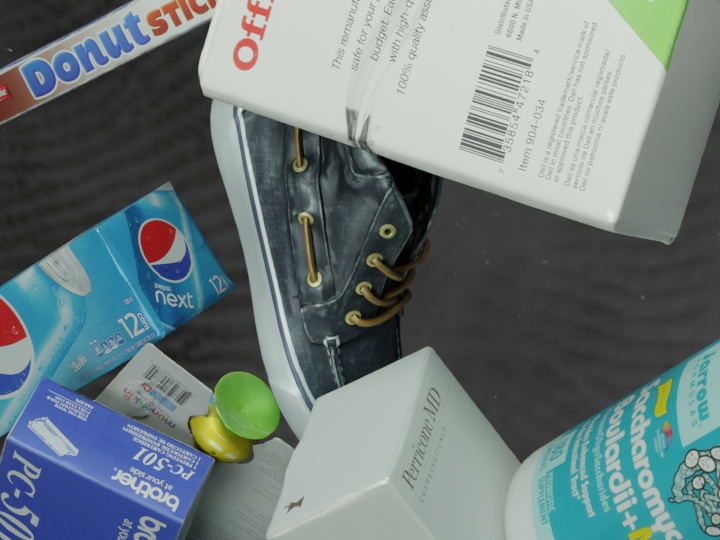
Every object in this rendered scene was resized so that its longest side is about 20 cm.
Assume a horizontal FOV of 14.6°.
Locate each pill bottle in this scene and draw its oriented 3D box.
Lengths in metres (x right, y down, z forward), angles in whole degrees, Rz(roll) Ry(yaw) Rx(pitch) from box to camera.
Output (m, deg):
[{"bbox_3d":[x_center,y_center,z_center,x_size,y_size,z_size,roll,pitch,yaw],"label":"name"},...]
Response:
[{"bbox_3d":[0.163,0.087,1.195,0.200,0.111,0.111,-36,90,37],"label":"pill bottle"}]

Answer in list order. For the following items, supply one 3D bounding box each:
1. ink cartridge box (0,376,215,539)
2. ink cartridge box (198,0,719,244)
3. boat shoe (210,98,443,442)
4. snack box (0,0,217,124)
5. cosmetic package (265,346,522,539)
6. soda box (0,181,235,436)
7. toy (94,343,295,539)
[{"bbox_3d":[-0.140,0.141,1.387,0.093,0.044,0.201,25,140,2],"label":"ink cartridge box"},{"bbox_3d":[0.051,-0.111,1.165,0.199,0.084,0.147,20,95,24],"label":"ink cartridge box"},{"bbox_3d":[0.000,0.000,1.282,0.090,0.071,0.202,-9,105,36],"label":"boat shoe"},{"bbox_3d":[-0.101,-0.113,1.295,0.199,0.072,0.024,-22,100,37],"label":"snack box"},{"bbox_3d":[0.051,0.146,1.259,0.071,0.102,0.200,-26,114,28],"label":"cosmetic package"},{"bbox_3d":[-0.159,0.033,1.398,0.199,0.068,0.064,-31,93,37],"label":"soda box"},{"bbox_3d":[-0.095,0.104,1.395,0.115,0.047,0.200,37,141,-8],"label":"toy"}]
